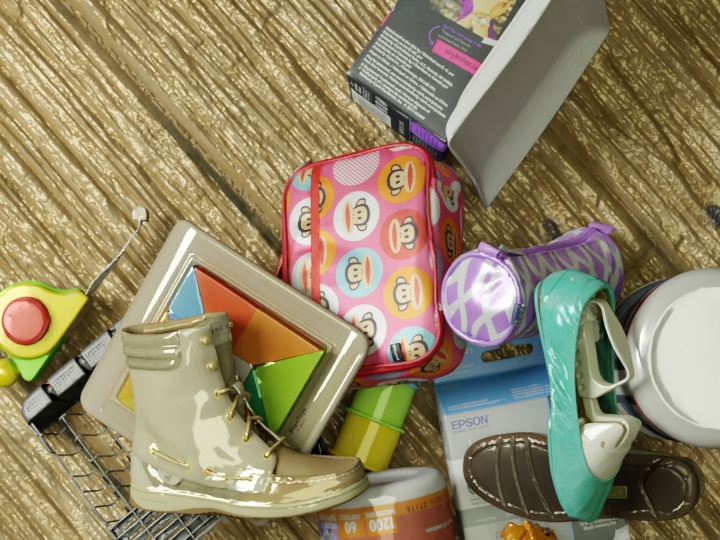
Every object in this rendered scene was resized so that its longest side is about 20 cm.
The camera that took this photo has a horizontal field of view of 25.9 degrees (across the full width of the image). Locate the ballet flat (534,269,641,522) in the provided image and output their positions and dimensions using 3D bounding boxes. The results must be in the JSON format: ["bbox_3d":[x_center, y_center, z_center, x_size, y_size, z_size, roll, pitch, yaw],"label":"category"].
[{"bbox_3d":[0.180,0.099,1.212,0.067,0.070,0.202,-11,94,-45],"label":"ballet flat"}]

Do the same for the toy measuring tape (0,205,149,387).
[{"bbox_3d":[-0.267,0.012,1.372,0.073,0.074,0.201,35,87,2],"label":"toy measuring tape"}]

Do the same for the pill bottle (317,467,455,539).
[{"bbox_3d":[0.030,0.270,1.289,0.111,0.112,0.202,-9,90,-1],"label":"pill bottle"}]

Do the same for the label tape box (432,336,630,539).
[{"bbox_3d":[0.144,0.147,1.367,0.142,0.066,0.202,-10,88,-1],"label":"label tape box"}]

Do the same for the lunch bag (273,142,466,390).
[{"bbox_3d":[0.000,0.000,1.343,0.175,0.082,0.202,-10,72,25],"label":"lunch bag"}]

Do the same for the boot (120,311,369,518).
[{"bbox_3d":[-0.094,0.111,1.240,0.198,0.073,0.157,-1,98,18],"label":"boot"}]

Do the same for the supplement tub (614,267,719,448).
[{"bbox_3d":[0.275,0.073,1.303,0.139,0.200,0.142,0,87,0],"label":"supplement tub"}]

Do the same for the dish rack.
[{"bbox_3d":[-0.188,0.146,1.356,0.153,0.055,0.200,-39,78,-1],"label":"dish rack"}]

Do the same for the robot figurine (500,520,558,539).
[{"bbox_3d":[0.137,0.302,1.246,0.058,0.201,0.146,22,116,-21],"label":"robot figurine"}]

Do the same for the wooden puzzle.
[{"bbox_3d":[-0.117,0.085,1.294,0.199,0.037,0.186,32,99,11],"label":"wooden puzzle"}]

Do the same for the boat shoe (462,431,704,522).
[{"bbox_3d":[0.186,0.172,1.301,0.198,0.076,0.073,7,97,22],"label":"boat shoe"}]

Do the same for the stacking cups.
[{"bbox_3d":[0.038,0.078,1.374,0.060,0.061,0.202,24,85,1],"label":"stacking cups"}]

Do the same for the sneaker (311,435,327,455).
[{"bbox_3d":[-0.077,0.111,1.356,0.071,0.080,0.201,-28,89,-10],"label":"sneaker"}]

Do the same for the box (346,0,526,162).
[{"bbox_3d":[0.086,-0.211,1.359,0.106,0.122,0.201,35,87,3],"label":"box"}]

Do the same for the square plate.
[{"bbox_3d":[0.140,-0.164,1.324,0.028,0.200,0.199,34,87,19],"label":"square plate"}]

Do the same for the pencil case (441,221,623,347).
[{"bbox_3d":[0.146,0.009,1.311,0.083,0.199,0.086,15,104,33],"label":"pencil case"}]
